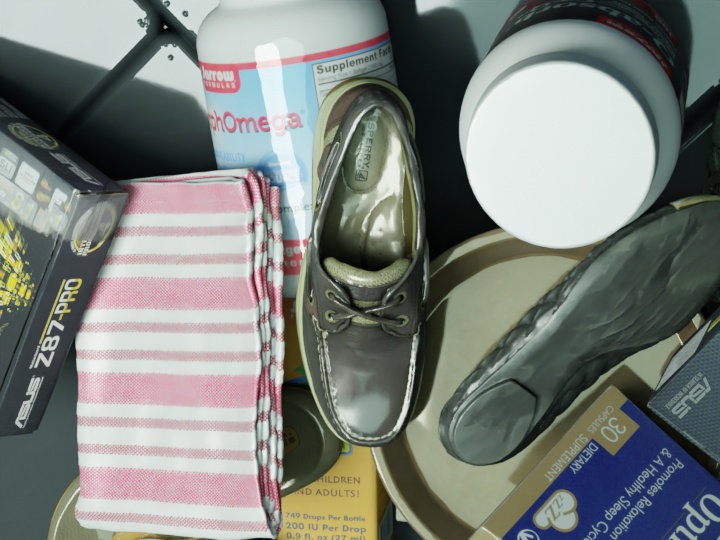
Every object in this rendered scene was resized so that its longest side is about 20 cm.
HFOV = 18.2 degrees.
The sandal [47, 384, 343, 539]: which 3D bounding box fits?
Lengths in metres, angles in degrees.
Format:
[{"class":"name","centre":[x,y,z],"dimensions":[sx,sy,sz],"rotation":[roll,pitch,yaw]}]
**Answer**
[{"class":"sandal","centre":[-0.101,0.130,1.292],"dimensions":[0.200,0.054,0.080],"rotation":[-28,99,16]}]

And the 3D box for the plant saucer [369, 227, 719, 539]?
[{"class":"plant saucer","centre":[0.101,0.073,1.230],"dimensions":[0.199,0.029,0.201],"rotation":[1,96,10]}]

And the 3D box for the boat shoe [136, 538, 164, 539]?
[{"class":"boat shoe","centre":[-0.092,0.244,1.306],"dimensions":[0.074,0.066,0.200],"rotation":[-5,131,20]}]

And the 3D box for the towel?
[{"class":"towel","centre":[-0.106,0.047,1.239],"dimensions":[0.146,0.030,0.201],"rotation":[-3,86,38]}]

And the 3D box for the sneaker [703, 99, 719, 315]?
[{"class":"sneaker","centre":[0.246,-0.012,1.197],"dimensions":[0.076,0.199,0.115],"rotation":[1,110,-30]}]

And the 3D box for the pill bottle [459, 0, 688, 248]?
[{"class":"pill bottle","centre":[0.113,-0.082,1.186],"dimensions":[0.115,0.200,0.116],"rotation":[2,106,8]}]

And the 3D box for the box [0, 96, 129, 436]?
[{"class":"box","centre":[-0.237,-0.023,1.298],"dimensions":[0.200,0.049,0.162],"rotation":[36,111,30]}]

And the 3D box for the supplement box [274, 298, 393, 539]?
[{"class":"supplement box","centre":[-0.017,0.098,1.329],"dimensions":[0.066,0.069,0.201],"rotation":[1,104,10]}]

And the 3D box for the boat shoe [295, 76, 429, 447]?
[{"class":"boat shoe","centre":[0.000,0.000,1.189],"dimensions":[0.073,0.065,0.201],"rotation":[-3,99,0]}]

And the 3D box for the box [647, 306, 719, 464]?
[{"class":"box","centre":[0.260,0.050,1.115],"dimensions":[0.158,0.051,0.200],"rotation":[38,135,-1]}]

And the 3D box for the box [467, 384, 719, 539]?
[{"class":"box","centre":[0.166,0.166,1.155],"dimensions":[0.200,0.121,0.032],"rotation":[43,147,6]}]

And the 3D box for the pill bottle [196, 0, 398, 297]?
[{"class":"pill bottle","centre":[-0.032,-0.093,1.256],"dimensions":[0.108,0.109,0.201],"rotation":[-7,104,12]}]

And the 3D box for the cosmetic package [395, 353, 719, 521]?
[{"class":"cosmetic package","centre":[0.123,0.090,1.291],"dimensions":[0.199,0.087,0.104],"rotation":[3,102,10]}]

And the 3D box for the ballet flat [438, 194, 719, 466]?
[{"class":"ballet flat","centre":[0.117,0.026,1.187],"dimensions":[0.200,0.057,0.066],"rotation":[-40,108,4]}]
